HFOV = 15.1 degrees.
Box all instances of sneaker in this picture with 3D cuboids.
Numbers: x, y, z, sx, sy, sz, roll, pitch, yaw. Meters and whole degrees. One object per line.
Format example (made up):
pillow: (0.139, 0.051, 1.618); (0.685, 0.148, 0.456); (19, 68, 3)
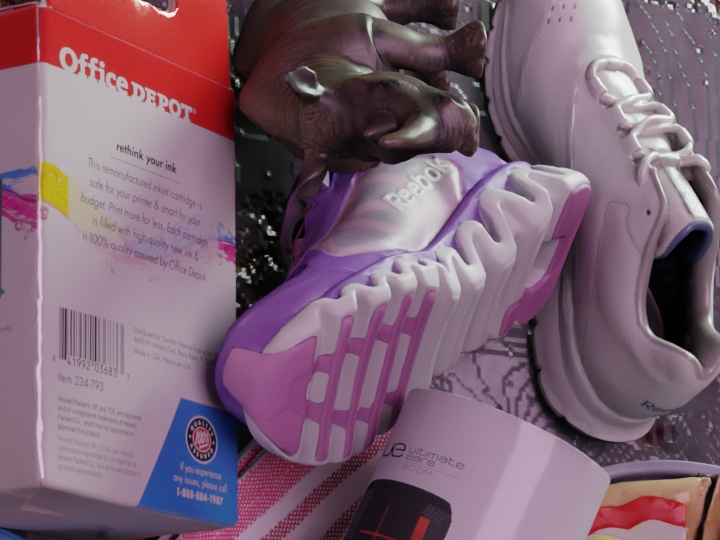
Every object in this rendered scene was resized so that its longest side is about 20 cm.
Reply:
sneaker: (0.000, 0.000, 0.988); (0.088, 0.081, 0.200); (33, 35, 19)
sneaker: (0.106, -0.037, 1.073); (0.074, 0.087, 0.201); (-8, 81, -32)

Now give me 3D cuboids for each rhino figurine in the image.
rhino figurine: (0.000, -0.064, 0.966); (0.087, 0.200, 0.060); (-1, 106, -5)

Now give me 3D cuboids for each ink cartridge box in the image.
ink cartridge box: (-0.100, -0.015, 0.927); (0.116, 0.067, 0.201); (21, 64, -57)

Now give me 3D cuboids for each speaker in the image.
speaker: (0.014, 0.144, 0.937); (0.081, 0.081, 0.201); (30, 76, -22)

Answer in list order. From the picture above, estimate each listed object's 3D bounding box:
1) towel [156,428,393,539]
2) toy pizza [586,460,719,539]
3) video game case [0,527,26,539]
towel: (0.014, 0.148, 1.004); (0.146, 0.030, 0.200); (-44, 103, -31)
toy pizza: (0.113, 0.163, 0.974); (0.199, 0.032, 0.201); (0, 70, -1)
video game case: (-0.110, 0.161, 0.850); (0.143, 0.018, 0.200); (26, 32, -5)
